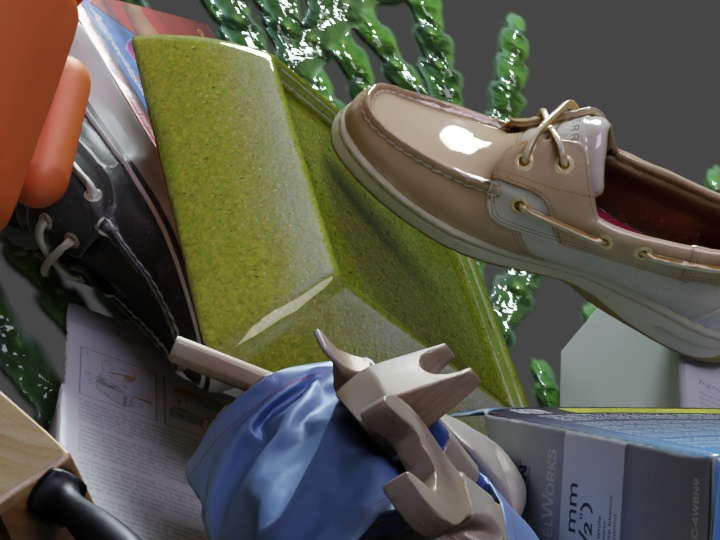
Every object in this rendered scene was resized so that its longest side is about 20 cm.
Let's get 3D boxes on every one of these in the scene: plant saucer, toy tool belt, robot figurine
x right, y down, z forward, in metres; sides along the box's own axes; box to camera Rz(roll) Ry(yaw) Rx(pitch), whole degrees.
[{"bbox_3d":[0.000,0.000,0.920,0.200,0.048,0.200,38,25,-41],"label":"plant saucer"},{"bbox_3d":[0.002,0.085,0.708,0.123,0.125,0.200,44,-4,-26],"label":"toy tool belt"},{"bbox_3d":[-0.171,-0.087,0.845,0.144,0.117,0.200,19,71,-8],"label":"robot figurine"}]

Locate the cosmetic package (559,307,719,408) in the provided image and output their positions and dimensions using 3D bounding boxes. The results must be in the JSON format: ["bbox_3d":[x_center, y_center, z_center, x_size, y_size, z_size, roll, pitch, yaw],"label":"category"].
[{"bbox_3d":[0.145,0.080,0.968,0.081,0.113,0.200,25,40,-12],"label":"cosmetic package"}]

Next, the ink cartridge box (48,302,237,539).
[{"bbox_3d":[-0.052,0.102,0.863,0.162,0.057,0.200,22,18,-17],"label":"ink cartridge box"}]

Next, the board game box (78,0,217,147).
[{"bbox_3d":[-0.065,-0.047,1.003,0.103,0.019,0.200,10,41,-52],"label":"board game box"}]

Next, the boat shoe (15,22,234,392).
[{"bbox_3d":[-0.112,-0.022,0.923,0.064,0.071,0.200,-21,57,-22],"label":"boat shoe"}]

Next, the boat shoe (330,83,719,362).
[{"bbox_3d":[0.087,-0.036,0.912,0.200,0.069,0.074,25,38,-7],"label":"boat shoe"}]

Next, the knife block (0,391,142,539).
[{"bbox_3d":[-0.116,0.083,0.721,0.175,0.064,0.200,-7,35,16],"label":"knife block"}]

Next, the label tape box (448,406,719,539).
[{"bbox_3d":[0.133,0.085,0.785,0.143,0.200,0.066,2,89,-23],"label":"label tape box"}]
